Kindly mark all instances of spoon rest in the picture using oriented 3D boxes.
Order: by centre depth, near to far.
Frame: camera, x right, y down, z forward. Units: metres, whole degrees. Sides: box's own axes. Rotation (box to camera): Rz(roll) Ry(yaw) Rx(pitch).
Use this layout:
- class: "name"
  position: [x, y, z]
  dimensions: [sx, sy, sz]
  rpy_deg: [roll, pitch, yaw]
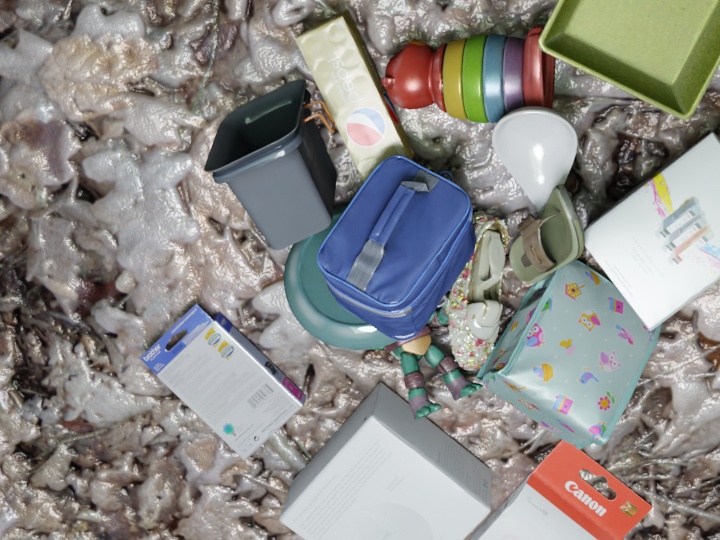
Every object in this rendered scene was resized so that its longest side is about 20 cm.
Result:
- class: "spoon rest"
  position: [0.217, -0.124, 1.602]
  dimensions: [0.099, 0.061, 0.200]
  rpy_deg: [-5, 146, 18]

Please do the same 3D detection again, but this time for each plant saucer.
- class: "plant saucer"
  position: [0.328, -0.303, 1.526]
  dimensions: [0.199, 0.048, 0.200]
  rpy_deg: [25, 104, -7]
- class: "plant saucer"
  position: [0.000, 0.000, 1.678]
  dimensions: [0.199, 0.027, 0.201]
  rpy_deg: [-3, 67, 8]

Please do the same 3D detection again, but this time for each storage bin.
- class: "storage bin"
  position: [-0.086, -0.127, 1.632]
  dimensions: [0.145, 0.200, 0.135]
  rpy_deg: [-24, 115, 13]

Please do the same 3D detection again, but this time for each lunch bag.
- class: "lunch bag"
  position: [0.050, -0.035, 1.598]
  dimensions: [0.136, 0.132, 0.200]
  rpy_deg: [29, 75, 18]
- class: "lunch bag"
  position: [0.269, 0.096, 1.690]
  dimensions: [0.170, 0.122, 0.200]
  rpy_deg: [33, 73, -4]

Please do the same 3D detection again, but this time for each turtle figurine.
- class: "turtle figurine"
  position: [0.068, 0.081, 1.722]
  dimensions: [0.149, 0.101, 0.201]
  rpy_deg: [-26, 85, -5]

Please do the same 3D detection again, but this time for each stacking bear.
- class: "stacking bear"
  position: [0.126, -0.234, 1.615]
  dimensions: [0.199, 0.121, 0.114]
  rpy_deg: [1, 101, 16]

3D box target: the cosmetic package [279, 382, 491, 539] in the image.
- class: "cosmetic package"
  position: [0.035, 0.296, 1.781]
  dimensions: [0.200, 0.123, 0.199]
  rpy_deg: [39, 108, -8]

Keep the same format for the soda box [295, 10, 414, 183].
- class: "soda box"
  position: [-0.005, -0.213, 1.655]
  dimensions: [0.068, 0.064, 0.201]
  rpy_deg: [-23, 104, 13]

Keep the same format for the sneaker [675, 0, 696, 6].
- class: "sneaker"
  position: [0.328, -0.339, 1.572]
  dimensions: [0.200, 0.066, 0.079]
  rpy_deg: [34, 97, -7]

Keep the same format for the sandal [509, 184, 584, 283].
- class: "sandal"
  position: [0.213, -0.032, 1.606]
  dimensions: [0.057, 0.201, 0.080]
  rpy_deg: [-13, 69, -20]

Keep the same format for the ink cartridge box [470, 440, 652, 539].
- class: "ink cartridge box"
  position: [0.268, 0.350, 1.812]
  dimensions: [0.162, 0.057, 0.200]
  rpy_deg: [38, 112, -6]

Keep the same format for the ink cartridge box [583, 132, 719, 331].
- class: "ink cartridge box"
  position: [0.385, -0.051, 1.607]
  dimensions: [0.200, 0.145, 0.145]
  rpy_deg: [-38, 86, 15]

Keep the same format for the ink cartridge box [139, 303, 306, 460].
- class: "ink cartridge box"
  position: [-0.183, 0.144, 1.801]
  dimensions: [0.200, 0.042, 0.119]
  rpy_deg: [44, 107, -11]

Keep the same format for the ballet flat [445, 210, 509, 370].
- class: "ballet flat"
  position: [0.149, 0.023, 1.674]
  dimensions: [0.075, 0.064, 0.201]
  rpy_deg: [6, 84, -29]
